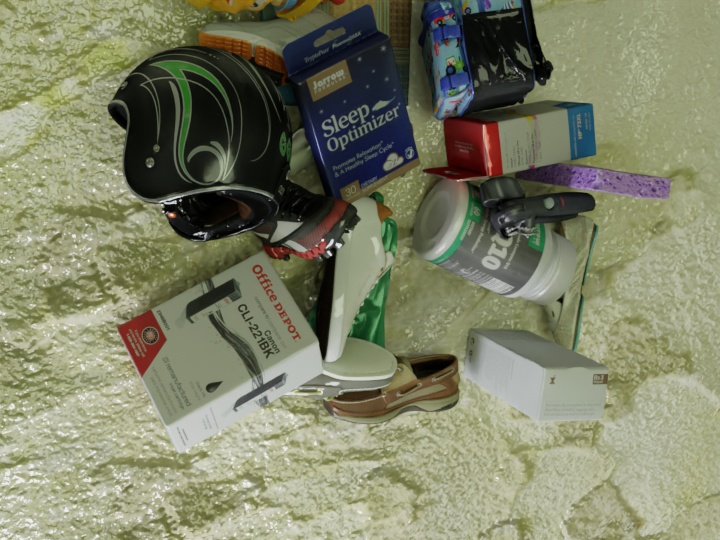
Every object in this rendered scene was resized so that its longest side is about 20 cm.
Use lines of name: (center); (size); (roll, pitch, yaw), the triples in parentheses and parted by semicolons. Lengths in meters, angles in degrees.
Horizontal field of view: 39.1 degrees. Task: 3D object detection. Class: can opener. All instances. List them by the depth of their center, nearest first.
can opener: (0.229, -0.080, 1.256); (0.198, 0.063, 0.080); (-4, 85, -41)

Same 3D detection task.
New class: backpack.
backpack: (0.137, -0.298, 1.210); (0.132, 0.183, 0.204); (-11, 92, -2)

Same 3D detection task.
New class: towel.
towel: (-0.030, -0.274, 1.230); (0.196, 0.022, 0.150); (-3, 102, -23)

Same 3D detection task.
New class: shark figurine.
shark figurine: (-0.027, -0.169, 1.212); (0.210, 0.129, 0.091); (-12, 63, -11)

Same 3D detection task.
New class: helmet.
helmet: (-0.173, -0.147, 1.103); (0.196, 0.200, 0.194); (-2, 71, -21)

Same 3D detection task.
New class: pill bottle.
pill bottle: (0.175, -0.034, 1.312); (0.197, 0.113, 0.115); (22, 93, -24)

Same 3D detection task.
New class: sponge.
sponge: (0.292, -0.118, 1.292); (0.109, 0.200, 0.030); (4, 98, -21)

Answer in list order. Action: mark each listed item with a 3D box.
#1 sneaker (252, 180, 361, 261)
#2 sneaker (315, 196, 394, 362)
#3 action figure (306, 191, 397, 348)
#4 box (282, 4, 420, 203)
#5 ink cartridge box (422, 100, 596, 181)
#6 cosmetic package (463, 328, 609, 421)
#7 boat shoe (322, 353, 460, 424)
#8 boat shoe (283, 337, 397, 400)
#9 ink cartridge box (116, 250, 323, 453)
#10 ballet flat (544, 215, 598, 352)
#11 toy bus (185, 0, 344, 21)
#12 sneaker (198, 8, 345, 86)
sneaker: (-0.077, -0.063, 1.160); (0.098, 0.199, 0.071); (47, 68, -22)
sneaker: (-0.001, 0.013, 1.213); (0.083, 0.073, 0.204); (10, 91, -19)
action figure: (0.000, 0.000, 1.281); (0.116, 0.055, 0.204); (11, 101, -21)
box: (-0.007, -0.180, 1.134); (0.120, 0.032, 0.202); (-29, 126, -16)
ink cartridge box: (0.184, -0.166, 1.285); (0.196, 0.116, 0.069); (-13, 105, -19)
cosmetic package: (0.224, 0.133, 1.319); (0.100, 0.200, 0.076); (2, 101, -21)
boat shoe: (0.044, 0.144, 1.316); (0.197, 0.076, 0.075); (-6, 117, -30)
boat shoe: (-0.053, 0.125, 1.252); (0.197, 0.073, 0.061); (3, 124, 6)
ink cartridge box: (-0.160, 0.092, 1.182); (0.198, 0.145, 0.084); (-28, 153, -15)
ballet flat: (0.282, 0.023, 1.405); (0.061, 0.067, 0.204); (9, 95, 5)
toy bus: (-0.084, -0.345, 1.107); (0.191, 0.135, 0.203); (33, 55, -32)
sneaker: (-0.086, -0.263, 1.168); (0.196, 0.076, 0.093); (8, 59, -9)
